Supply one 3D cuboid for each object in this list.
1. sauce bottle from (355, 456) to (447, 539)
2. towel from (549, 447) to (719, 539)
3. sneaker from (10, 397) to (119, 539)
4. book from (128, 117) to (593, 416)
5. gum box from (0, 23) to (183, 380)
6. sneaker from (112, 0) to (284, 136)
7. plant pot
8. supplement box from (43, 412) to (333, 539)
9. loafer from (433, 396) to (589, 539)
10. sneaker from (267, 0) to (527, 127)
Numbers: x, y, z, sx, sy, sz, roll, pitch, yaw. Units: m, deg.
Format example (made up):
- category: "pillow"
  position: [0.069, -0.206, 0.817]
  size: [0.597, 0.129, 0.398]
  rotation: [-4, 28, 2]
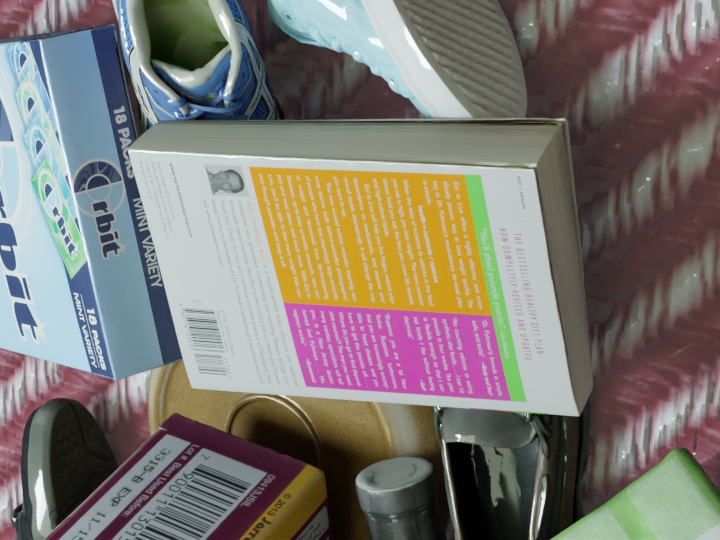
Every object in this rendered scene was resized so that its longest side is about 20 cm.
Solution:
- category: "sauce bottle"
  position: [0.037, 0.193, 0.883]
  size: [0.064, 0.065, 0.201]
  rotation: [2, 111, 33]
- category: "towel"
  position: [0.142, 0.200, 0.769]
  size: [0.149, 0.031, 0.201]
  rotation: [-36, 64, 10]
- category: "sneaker"
  position: [-0.193, 0.171, 1.030]
  size: [0.114, 0.076, 0.201]
  rotation: [2, 112, 27]
- category: "book"
  position: [0.000, 0.000, 0.789]
  size: [0.199, 0.048, 0.134]
  rotation: [3, 121, 24]
- category: "gum box"
  position: [-0.171, -0.038, 0.923]
  size: [0.200, 0.044, 0.171]
  rotation: [7, 111, 57]
- category: "sneaker"
  position: [-0.080, -0.084, 0.844]
  size: [0.075, 0.077, 0.201]
  rotation: [-17, 120, 4]
- category: "plant pot"
  position: [-0.042, 0.093, 0.935]
  size: [0.199, 0.027, 0.201]
  rotation: [11, 110, 31]
- category: "supplement box"
  position: [-0.083, 0.198, 0.901]
  size: [0.103, 0.131, 0.201]
  rotation: [16, 130, 29]
- category: "loafer"
  position: [0.070, 0.089, 0.836]
  size: [0.072, 0.063, 0.201]
  rotation: [-1, 105, 34]
- category: "sneaker"
  position: [0.002, -0.127, 0.815]
  size: [0.201, 0.074, 0.082]
  rotation: [58, 134, 16]
